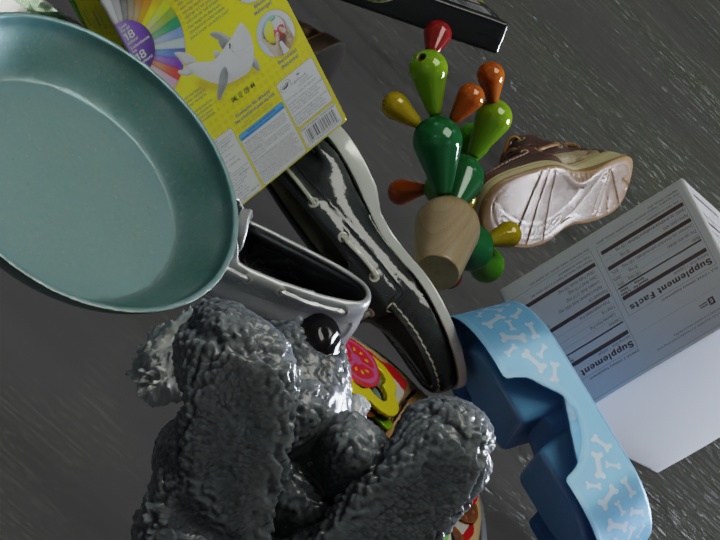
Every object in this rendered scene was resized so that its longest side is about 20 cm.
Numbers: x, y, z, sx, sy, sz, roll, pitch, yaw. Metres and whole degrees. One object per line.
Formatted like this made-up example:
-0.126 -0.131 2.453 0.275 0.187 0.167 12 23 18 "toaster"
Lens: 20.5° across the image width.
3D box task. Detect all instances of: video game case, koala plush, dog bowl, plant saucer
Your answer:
-0.003 -0.215 1.443 0.199 0.026 0.181 17 15 -12 "video game case"
-0.050 0.092 1.067 0.176 0.185 0.200 23 17 -18 "koala plush"
0.122 0.108 1.297 0.049 0.112 0.201 -26 74 -17 "dog bowl"
-0.160 -0.053 1.089 0.199 0.036 0.201 25 43 -26 "plant saucer"

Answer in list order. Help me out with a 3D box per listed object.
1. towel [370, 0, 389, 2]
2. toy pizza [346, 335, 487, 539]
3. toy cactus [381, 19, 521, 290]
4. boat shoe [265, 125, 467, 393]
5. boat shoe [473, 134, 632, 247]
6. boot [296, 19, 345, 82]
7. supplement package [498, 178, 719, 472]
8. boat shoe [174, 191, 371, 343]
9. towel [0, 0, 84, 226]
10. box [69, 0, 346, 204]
-0.047 -0.256 1.276 0.199 0.037 0.149 35 26 -12 "towel"
0.012 0.113 1.225 0.200 0.032 0.201 35 33 -27 "toy pizza"
0.056 -0.054 1.371 0.166 0.101 0.201 -74 163 -49 "toy cactus"
0.000 0.000 1.308 0.060 0.076 0.201 -28 82 -20 "boat shoe"
0.138 -0.071 1.586 0.072 0.073 0.199 31 30 31 "boat shoe"
-0.086 -0.143 1.356 0.075 0.074 0.200 36 23 13 "boot"
0.220 0.046 1.424 0.200 0.155 0.111 29 32 -57 "supplement package"
-0.085 -0.013 1.179 0.199 0.069 0.072 34 33 -10 "boat shoe"
-0.218 -0.111 1.143 0.149 0.031 0.200 35 33 -14 "towel"
-0.101 -0.145 1.220 0.117 0.048 0.201 -40 120 -25 "box"
